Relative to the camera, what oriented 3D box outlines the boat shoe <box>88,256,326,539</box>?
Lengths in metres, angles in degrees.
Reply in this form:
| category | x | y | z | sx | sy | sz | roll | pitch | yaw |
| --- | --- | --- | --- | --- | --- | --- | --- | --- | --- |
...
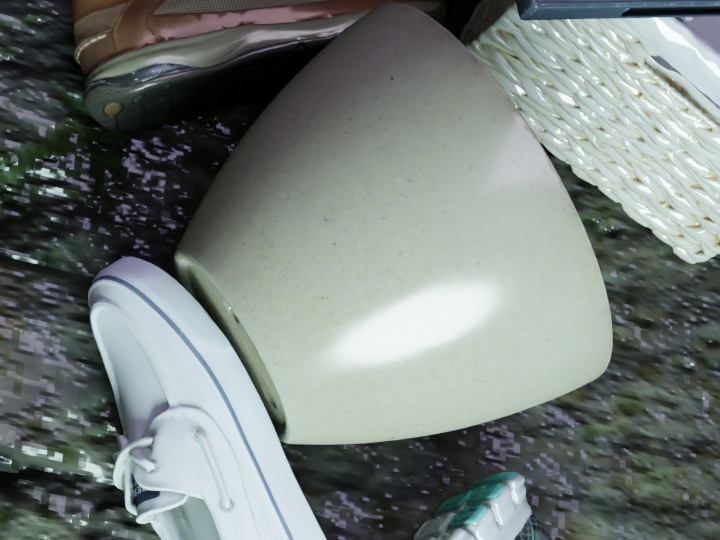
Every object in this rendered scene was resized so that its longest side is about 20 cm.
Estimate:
| category | x | y | z | sx | sy | sz | roll | pitch | yaw |
| --- | --- | --- | --- | --- | --- | --- | --- | --- | --- |
| boat shoe | -0.076 | 0.090 | 1.031 | 0.065 | 0.074 | 0.201 | -27 | 83 | -35 |

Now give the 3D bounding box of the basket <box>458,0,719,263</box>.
| category | x | y | z | sx | sy | sz | roll | pitch | yaw |
| --- | --- | --- | --- | --- | --- | --- | --- | --- | --- |
| basket | 0.185 | -0.140 | 1.204 | 0.198 | 0.161 | 0.200 | 37 | 58 | -10 |

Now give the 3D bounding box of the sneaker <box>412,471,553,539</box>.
| category | x | y | z | sx | sy | sz | roll | pitch | yaw |
| --- | --- | --- | --- | --- | --- | --- | --- | --- | --- |
| sneaker | 0.039 | 0.185 | 1.055 | 0.091 | 0.078 | 0.200 | 49 | 59 | -7 |

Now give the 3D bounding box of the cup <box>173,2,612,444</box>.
| category | x | y | z | sx | sy | sz | roll | pitch | yaw |
| --- | --- | --- | --- | --- | --- | --- | --- | --- | --- |
| cup | 0.000 | 0.000 | 1.053 | 0.143 | 0.200 | 0.201 | -31 | 87 | -14 |

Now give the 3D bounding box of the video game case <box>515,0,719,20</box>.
| category | x | y | z | sx | sy | sz | roll | pitch | yaw |
| --- | --- | --- | --- | --- | --- | --- | --- | --- | --- |
| video game case | 0.149 | -0.189 | 1.103 | 0.199 | 0.019 | 0.144 | -4 | 73 | -26 |

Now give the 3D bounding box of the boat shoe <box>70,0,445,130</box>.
| category | x | y | z | sx | sy | sz | roll | pitch | yaw |
| --- | --- | --- | --- | --- | --- | --- | --- | --- | --- |
| boat shoe | -0.051 | -0.127 | 1.130 | 0.199 | 0.076 | 0.074 | -14 | 74 | -32 |
